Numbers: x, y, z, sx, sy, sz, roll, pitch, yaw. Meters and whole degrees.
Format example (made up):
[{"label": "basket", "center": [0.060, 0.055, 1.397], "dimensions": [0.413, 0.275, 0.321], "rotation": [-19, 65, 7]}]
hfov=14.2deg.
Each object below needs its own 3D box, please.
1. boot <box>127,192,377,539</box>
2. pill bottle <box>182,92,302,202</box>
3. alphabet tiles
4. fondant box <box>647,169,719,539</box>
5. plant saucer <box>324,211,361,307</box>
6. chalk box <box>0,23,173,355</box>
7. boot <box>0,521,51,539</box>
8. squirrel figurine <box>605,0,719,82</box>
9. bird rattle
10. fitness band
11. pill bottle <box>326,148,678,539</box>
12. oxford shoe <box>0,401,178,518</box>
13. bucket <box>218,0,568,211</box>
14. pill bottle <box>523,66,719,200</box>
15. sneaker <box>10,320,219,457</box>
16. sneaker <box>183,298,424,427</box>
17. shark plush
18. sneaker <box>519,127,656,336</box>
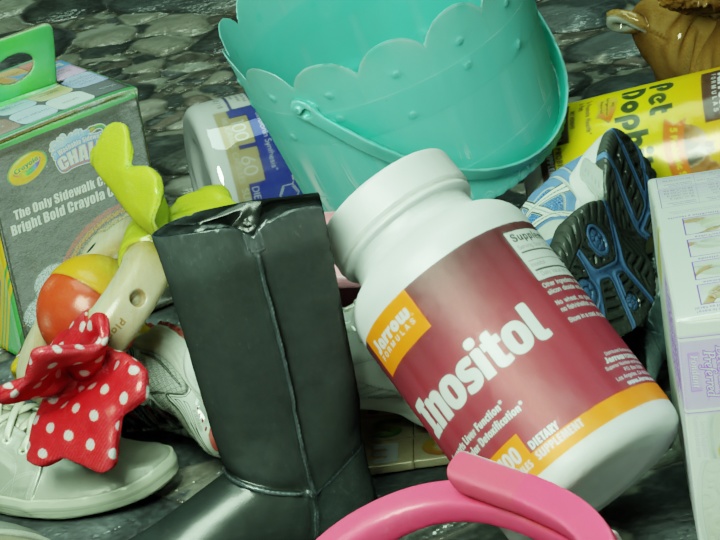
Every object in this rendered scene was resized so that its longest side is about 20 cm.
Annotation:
[{"label": "boot", "center": [-0.078, 0.070, 1.529], "dimensions": [0.164, 0.201, 0.066], "rotation": [-17, 23, -17]}, {"label": "pill bottle", "center": [-0.011, -0.076, 1.961], "dimensions": [0.199, 0.120, 0.120], "rotation": [-15, 23, -10]}, {"label": "alphabet tiles", "center": [0.065, 0.074, 1.717], "dimensions": [0.199, 0.008, 0.167], "rotation": [-8, 23, 4]}, {"label": "fondant box", "center": [0.194, 0.047, 1.544], "dimensions": [0.058, 0.145, 0.200], "rotation": [-8, 22, 3]}, {"label": "plant saucer", "center": [0.000, 0.000, 1.742], "dimensions": [0.200, 0.051, 0.201], "rotation": [-1, -10, 0]}, {"label": "chalk box", "center": [-0.218, -0.064, 1.910], "dimensions": [0.124, 0.201, 0.124], "rotation": [-23, 25, -29]}, {"label": "boot", "center": [-0.235, 0.117, 1.607], "dimensions": [0.181, 0.073, 0.200], "rotation": [-6, 33, 11]}, {"label": "squirrel figurine", "center": [0.255, -0.166, 1.959], "dimensions": [0.141, 0.201, 0.187], "rotation": [-25, 38, -18]}, {"label": "bird rattle", "center": [-0.144, 0.028, 1.664], "dimensions": [0.163, 0.112, 0.201], "rotation": [-19, 46, 64]}, {"label": "fitness band", "center": [0.047, 0.162, 1.417], "dimensions": [0.144, 0.037, 0.200], "rotation": [-48, 37, -20]}, {"label": "pill bottle", "center": [0.069, 0.038, 1.536], "dimensions": [0.113, 0.113, 0.200], "rotation": [-25, 68, -33]}, {"label": "oxford shoe", "center": [-0.200, 0.104, 1.691], "dimensions": [0.199, 0.058, 0.075], "rotation": [4, 24, 27]}, {"label": "bucket", "center": [0.027, -0.126, 1.803], "dimensions": [0.206, 0.135, 0.207], "rotation": [-18, 30, 11]}, {"label": "pill bottle", "center": [0.209, -0.069, 1.835], "dimensions": [0.199, 0.110, 0.109], "rotation": [-13, 21, 14]}, {"label": "sneaker", "center": [-0.138, 0.076, 1.734], "dimensions": [0.082, 0.078, 0.200], "rotation": [-44, 35, -18]}, {"label": "sneaker", "center": [-0.001, 0.039, 1.645], "dimensions": [0.199, 0.100, 0.075], "rotation": [1, 38, -6]}, {"label": "shark plush", "center": [0.196, 0.018, 1.722], "dimensions": [0.083, 0.091, 0.200], "rotation": [30, 23, 5]}, {"label": "sneaker", "center": [0.125, -0.005, 1.688], "dimensions": [0.077, 0.076, 0.200], "rotation": [-31, 16, 28]}]
